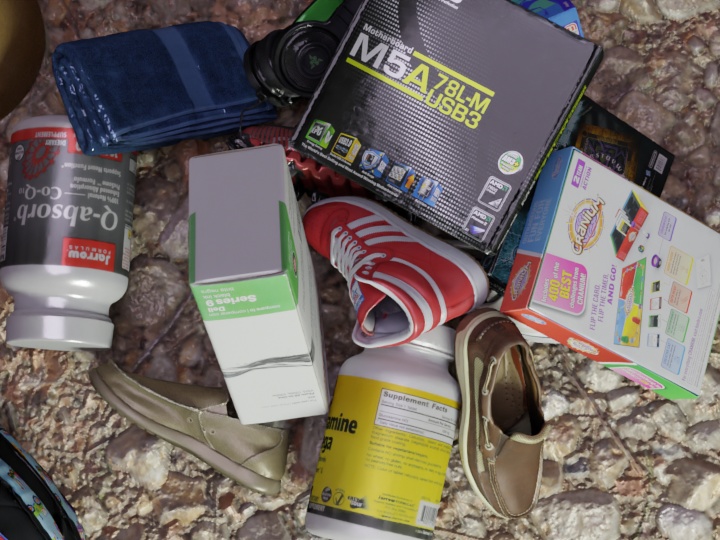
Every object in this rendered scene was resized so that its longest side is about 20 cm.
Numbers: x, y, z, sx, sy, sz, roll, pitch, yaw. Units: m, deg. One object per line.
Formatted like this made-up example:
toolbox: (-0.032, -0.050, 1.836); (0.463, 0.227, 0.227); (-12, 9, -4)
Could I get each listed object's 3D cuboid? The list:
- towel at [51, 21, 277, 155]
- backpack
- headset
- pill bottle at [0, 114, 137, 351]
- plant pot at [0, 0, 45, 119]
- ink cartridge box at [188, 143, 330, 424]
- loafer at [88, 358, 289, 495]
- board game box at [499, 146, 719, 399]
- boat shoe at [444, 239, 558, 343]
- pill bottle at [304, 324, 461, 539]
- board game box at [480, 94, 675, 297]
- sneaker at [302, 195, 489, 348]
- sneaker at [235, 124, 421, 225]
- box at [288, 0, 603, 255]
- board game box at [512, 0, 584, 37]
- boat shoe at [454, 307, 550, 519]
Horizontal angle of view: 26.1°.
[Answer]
towel: (-0.174, -0.169, 1.398); (0.200, 0.049, 0.112); (-16, 77, -40)
backpack: (-0.343, 0.208, 1.345); (0.135, 0.183, 0.200); (-44, 93, 4)
headset: (-0.049, -0.173, 1.376); (0.094, 0.123, 0.200); (42, 71, -19)
pill bottle: (-0.264, -0.031, 1.402); (0.115, 0.116, 0.201); (2, 81, 4)
plant pot: (-0.403, -0.235, 1.401); (0.186, 0.200, 0.187); (-1, 81, 4)
ink cartridge box: (-0.085, 0.016, 1.322); (0.084, 0.200, 0.146); (-9, 49, 4)
loafer: (-0.149, 0.129, 1.395); (0.200, 0.076, 0.068); (31, 83, -3)
board game box: (0.227, 0.005, 1.345); (0.200, 0.040, 0.153); (27, 71, -25)
boat shoe: (0.128, 0.013, 1.398); (0.199, 0.066, 0.072); (20, 82, 6)
pill bottle: (0.025, 0.142, 1.360); (0.112, 0.112, 0.201); (12, 81, 5)
board game box: (0.192, -0.049, 1.376); (0.135, 0.028, 0.200); (31, 69, -20)
sneaker: (0.000, 0.000, 1.335); (0.200, 0.071, 0.112); (24, 38, 35)
sneaker: (-0.018, -0.110, 1.425); (0.200, 0.071, 0.098); (13, 72, 11)
box: (0.071, -0.142, 1.291); (0.200, 0.048, 0.193); (30, 95, 11)
board game box: (0.082, -0.216, 1.405); (0.200, 0.045, 0.152); (-25, 40, -1)
boat shoe: (0.126, 0.135, 1.327); (0.075, 0.075, 0.203); (-25, 118, -20)
